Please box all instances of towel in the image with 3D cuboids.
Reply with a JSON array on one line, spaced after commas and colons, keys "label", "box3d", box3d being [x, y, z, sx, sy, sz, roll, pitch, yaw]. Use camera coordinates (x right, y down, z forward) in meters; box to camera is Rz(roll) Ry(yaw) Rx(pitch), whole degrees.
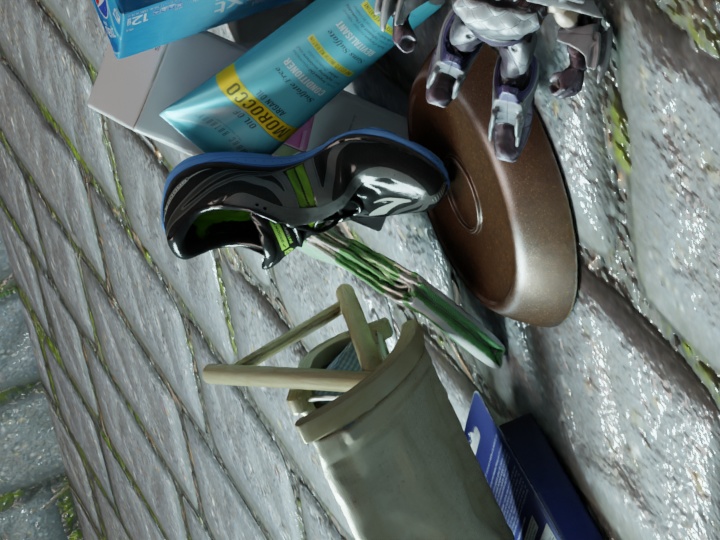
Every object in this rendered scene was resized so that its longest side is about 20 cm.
[{"label": "towel", "box3d": [0.000, 0.000, 1.497, 0.199, 0.023, 0.152, 29, 176, 36]}]

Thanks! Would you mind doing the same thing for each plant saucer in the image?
[{"label": "plant saucer", "box3d": [0.078, -0.053, 1.380, 0.201, 0.034, 0.201, 58, 161, 34]}]

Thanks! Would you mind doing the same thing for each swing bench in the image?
[{"label": "swing bench", "box3d": [0.015, 0.138, 1.486, 0.200, 0.129, 0.200, 22, 140, 64]}]

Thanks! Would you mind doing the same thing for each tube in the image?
[{"label": "tube", "box3d": [-0.034, -0.135, 1.390, 0.077, 0.200, 0.051, 42, -152, -21]}]

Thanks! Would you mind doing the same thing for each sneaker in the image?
[{"label": "sneaker", "box3d": [-0.036, -0.040, 1.399, 0.071, 0.198, 0.083, 66, -157, -47]}]

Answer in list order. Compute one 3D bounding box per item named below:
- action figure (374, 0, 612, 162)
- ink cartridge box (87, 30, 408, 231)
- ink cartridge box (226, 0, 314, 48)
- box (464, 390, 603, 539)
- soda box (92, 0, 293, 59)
[{"label": "action figure", "box3d": [0.075, -0.130, 1.185, 0.129, 0.070, 0.200, 24, 167, 6]}, {"label": "ink cartridge box", "box3d": [-0.079, -0.110, 1.517, 0.085, 0.199, 0.144, -66, 23, 2]}, {"label": "ink cartridge box", "box3d": [-0.090, -0.276, 1.539, 0.147, 0.082, 0.201, 91, 156, -76]}, {"label": "box", "box3d": [0.129, 0.184, 1.490, 0.201, 0.032, 0.121, 60, 161, 25]}, {"label": "soda box", "box3d": [-0.077, -0.208, 1.400, 0.068, 0.199, 0.065, 115, 133, -67]}]
